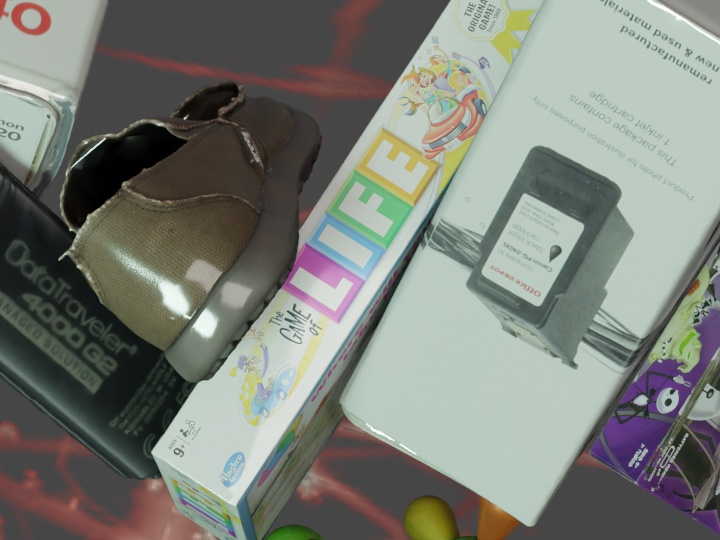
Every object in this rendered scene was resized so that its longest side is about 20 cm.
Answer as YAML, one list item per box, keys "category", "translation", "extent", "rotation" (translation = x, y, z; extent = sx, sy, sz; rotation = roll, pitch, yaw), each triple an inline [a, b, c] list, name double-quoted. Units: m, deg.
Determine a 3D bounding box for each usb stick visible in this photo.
- category: "usb stick"
  translation: [-0.114, 0.008, 0.953]
  extent: [0.056, 0.033, 0.200]
  rotation: [-55, 136, -10]

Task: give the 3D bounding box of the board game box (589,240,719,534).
- category: "board game box"
  translation: [0.168, 0.001, 0.941]
  extent: [0.120, 0.032, 0.200]
  rotation: [31, 91, -49]

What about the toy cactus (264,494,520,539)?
- category: "toy cactus"
  translation: [0.039, 0.161, 0.974]
  extent: [0.200, 0.102, 0.165]
  rotation: [42, 37, 3]

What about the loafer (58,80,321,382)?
- category: "loafer"
  translation: [-0.060, -0.031, 0.943]
  extent: [0.071, 0.200, 0.073]
  rotation: [36, 100, -11]

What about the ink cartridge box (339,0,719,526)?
- category: "ink cartridge box"
  translation: [0.087, -0.034, 0.946]
  extent: [0.083, 0.200, 0.145]
  rotation: [32, 36, 7]

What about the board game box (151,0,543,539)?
- category: "board game box"
  translation: [0.000, 0.000, 0.982]
  extent: [0.034, 0.134, 0.200]
  rotation: [32, 79, 7]

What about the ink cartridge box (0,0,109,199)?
- category: "ink cartridge box"
  translation: [-0.148, -0.140, 0.966]
  extent: [0.145, 0.085, 0.201]
  rotation: [18, 61, -9]
